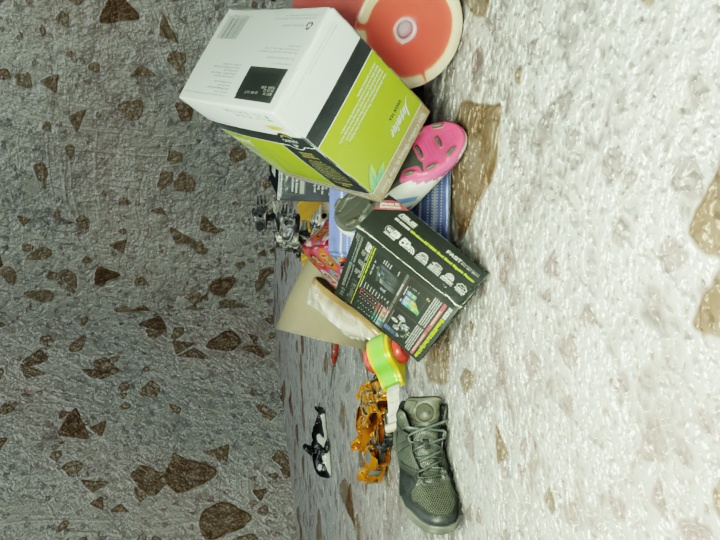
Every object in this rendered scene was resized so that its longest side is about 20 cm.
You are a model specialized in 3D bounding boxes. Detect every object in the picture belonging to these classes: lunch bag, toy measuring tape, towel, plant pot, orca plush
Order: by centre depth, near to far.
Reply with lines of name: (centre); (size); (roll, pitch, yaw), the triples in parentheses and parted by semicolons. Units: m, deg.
plant pot: (0.028, -0.325, 0.915); (0.177, 0.200, 0.201); (-125, 34, -52)
towel: (0.037, -0.088, 0.981); (0.200, 0.024, 0.145); (3, 94, 35)
toy measuring tape: (0.038, 0.158, 1.119); (0.200, 0.073, 0.074); (-85, 2, -54)
lunch bag: (0.000, 0.000, 1.173); (0.176, 0.082, 0.200); (48, 167, -15)
plant pot: (-0.052, 0.038, 1.404); (0.187, 0.187, 0.201); (171, 113, -78)
orca plush: (-0.128, 0.485, 2.030); (0.105, 0.071, 0.201); (126, 142, -71)

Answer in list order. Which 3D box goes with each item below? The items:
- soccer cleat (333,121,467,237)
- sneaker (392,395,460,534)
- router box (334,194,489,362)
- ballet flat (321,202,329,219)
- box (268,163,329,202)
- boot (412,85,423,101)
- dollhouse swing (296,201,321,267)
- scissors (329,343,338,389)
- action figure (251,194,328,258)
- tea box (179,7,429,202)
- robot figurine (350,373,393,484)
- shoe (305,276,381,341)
soccer cleat: (0.054, -0.112, 0.912); (0.070, 0.200, 0.086); (61, -163, 24)
sneaker: (0.084, 0.242, 0.945); (0.200, 0.076, 0.114); (-100, 7, -58)
router box: (0.055, 0.017, 0.888); (0.150, 0.062, 0.200); (40, 155, 9)
ballet flat: (-0.009, -0.082, 1.265); (0.067, 0.068, 0.200); (-59, 38, 3)
box: (-0.053, -0.192, 1.255); (0.197, 0.199, 0.118); (-126, 38, -70)
boot: (0.008, -0.174, 1.045); (0.079, 0.157, 0.212); (-87, -1, -81)
dollhouse swing: (-0.094, -0.136, 1.515); (0.176, 0.182, 0.200); (50, -164, -38)
scissors: (-0.072, 0.242, 1.867); (0.073, 0.014, 0.200); (-120, 32, -63)
action figure: (-0.115, -0.080, 1.278); (0.200, 0.119, 0.102); (39, -116, -73)
tea box: (-0.065, -0.197, 0.854); (0.200, 0.197, 0.134); (21, 80, 44)
robot figurine: (0.023, 0.284, 1.294); (0.145, 0.058, 0.200); (-108, 20, -52)
shoe: (-0.020, 0.085, 1.269); (0.200, 0.070, 0.053); (38, 98, 28)
